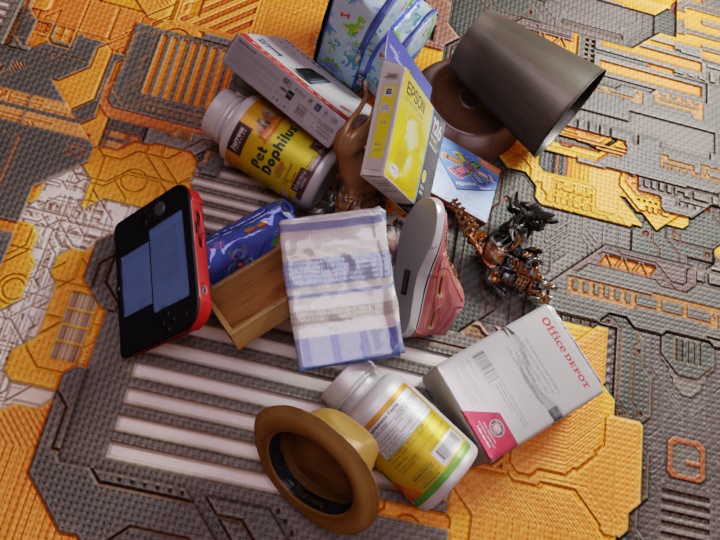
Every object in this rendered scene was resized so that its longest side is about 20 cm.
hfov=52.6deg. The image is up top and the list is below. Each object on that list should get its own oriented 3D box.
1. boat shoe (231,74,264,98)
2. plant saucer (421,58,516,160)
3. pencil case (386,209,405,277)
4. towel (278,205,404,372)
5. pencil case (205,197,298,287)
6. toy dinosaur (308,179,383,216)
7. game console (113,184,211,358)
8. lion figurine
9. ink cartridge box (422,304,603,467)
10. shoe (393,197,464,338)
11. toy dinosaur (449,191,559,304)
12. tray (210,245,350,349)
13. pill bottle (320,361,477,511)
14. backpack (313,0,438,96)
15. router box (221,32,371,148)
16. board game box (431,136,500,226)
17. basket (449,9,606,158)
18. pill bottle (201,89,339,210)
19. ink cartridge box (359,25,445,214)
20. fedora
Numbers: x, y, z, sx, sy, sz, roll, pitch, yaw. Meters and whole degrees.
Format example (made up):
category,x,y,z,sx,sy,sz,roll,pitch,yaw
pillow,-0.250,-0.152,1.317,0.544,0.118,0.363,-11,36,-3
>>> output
category,x,y,z,sx,sy,sz,roll,pitch,yaw
boat shoe,-0.116,-0.249,1.145,0.200,0.073,0.062,37,111,-2
plant saucer,0.179,-0.277,1.208,0.199,0.037,0.202,3,68,-8
pencil case,0.000,0.000,1.047,0.200,0.078,0.090,-40,109,-20
towel,-0.024,0.021,0.943,0.146,0.024,0.201,-7,83,-11
pencil case,-0.173,-0.033,1.028,0.199,0.087,0.078,-26,58,-19
toy dinosaur,-0.004,-0.119,1.088,0.088,0.047,0.201,43,68,-34
game console,-0.270,0.001,0.969,0.176,0.031,0.201,-21,67,31
lion figurine,-0.005,-0.145,1.000,0.072,0.201,0.122,13,43,38
ink cartridge box,0.212,0.159,1.021,0.199,0.083,0.146,-26,75,-18
shoe,0.102,-0.001,1.027,0.091,0.071,0.201,4,104,-36
toy dinosaur,0.222,-0.039,1.096,0.200,0.102,0.136,42,87,-20
tray,-0.105,0.016,0.987,0.199,0.037,0.099,-32,46,-14
pill bottle,0.046,0.207,0.960,0.200,0.111,0.111,43,69,8
backpack,0.033,-0.387,1.135,0.147,0.200,0.183,35,67,5
router box,-0.083,-0.271,1.087,0.200,0.180,0.049,39,112,2
board game box,0.123,-0.157,1.129,0.199,0.019,0.103,27,67,-18
basket,0.251,-0.305,1.143,0.200,0.136,0.180,41,73,11
pill bottle,-0.131,-0.183,1.079,0.199,0.109,0.110,32,68,4
ink cartridge box,0.068,-0.195,0.998,0.047,0.197,0.201,11,84,24
fedora,-0.042,0.231,0.907,0.201,0.201,0.082,46,47,9
